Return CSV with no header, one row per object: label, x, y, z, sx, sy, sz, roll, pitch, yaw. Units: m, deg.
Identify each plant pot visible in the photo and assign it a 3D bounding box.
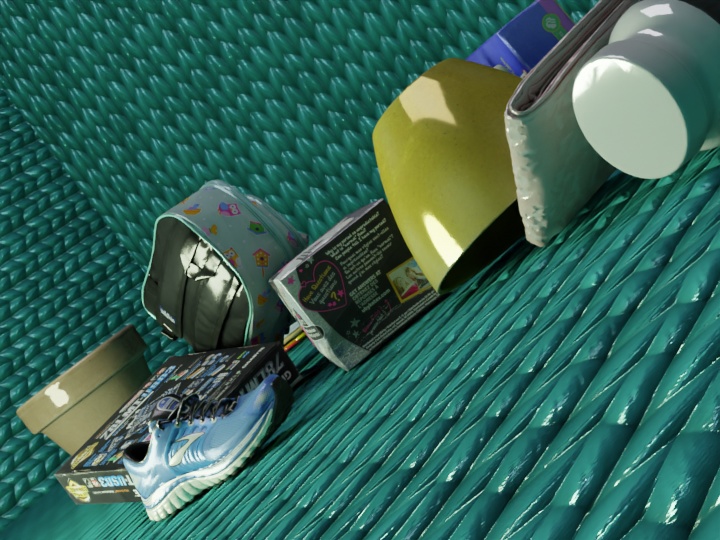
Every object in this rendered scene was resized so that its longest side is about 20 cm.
plant pot,-0.342,0.199,2.078,0.200,0.175,0.200,-38,3,2
plant pot,0.094,-0.099,1.306,0.200,0.142,0.200,-40,-11,-9

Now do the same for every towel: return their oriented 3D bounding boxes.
towel,0.185,-0.129,1.156,0.191,0.032,0.200,-46,-27,-13

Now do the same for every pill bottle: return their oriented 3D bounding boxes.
pill bottle,0.244,-0.155,1.051,0.200,0.117,0.116,-40,4,-31

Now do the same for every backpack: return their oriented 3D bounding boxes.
backpack,-0.144,0.001,1.661,0.153,0.176,0.200,-36,-24,-26

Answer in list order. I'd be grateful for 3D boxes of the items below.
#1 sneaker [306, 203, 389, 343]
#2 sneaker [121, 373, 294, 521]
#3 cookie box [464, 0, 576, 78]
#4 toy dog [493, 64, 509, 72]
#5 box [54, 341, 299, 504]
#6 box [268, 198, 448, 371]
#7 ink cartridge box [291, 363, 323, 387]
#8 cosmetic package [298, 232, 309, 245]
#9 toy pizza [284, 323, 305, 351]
sneaker,0.000,0.000,1.641,0.200,0.076,0.091,-56,-8,11
sneaker,-0.143,0.145,1.341,0.200,0.089,0.079,-36,4,28
cookie box,0.204,-0.193,1.611,0.075,0.171,0.200,-41,4,-7
toy dog,0.108,-0.114,1.485,0.194,0.140,0.200,-43,10,-13
box,-0.189,0.156,1.546,0.198,0.050,0.200,-13,26,48
box,-0.008,0.014,1.487,0.132,0.115,0.200,-38,2,-5
ink cartridge box,-0.136,0.153,1.639,0.200,0.039,0.099,-38,2,-20
cosmetic package,-0.127,0.045,1.827,0.107,0.090,0.201,-111,34,-86
toy pizza,-0.087,0.082,2.237,0.200,0.032,0.200,-39,3,3
